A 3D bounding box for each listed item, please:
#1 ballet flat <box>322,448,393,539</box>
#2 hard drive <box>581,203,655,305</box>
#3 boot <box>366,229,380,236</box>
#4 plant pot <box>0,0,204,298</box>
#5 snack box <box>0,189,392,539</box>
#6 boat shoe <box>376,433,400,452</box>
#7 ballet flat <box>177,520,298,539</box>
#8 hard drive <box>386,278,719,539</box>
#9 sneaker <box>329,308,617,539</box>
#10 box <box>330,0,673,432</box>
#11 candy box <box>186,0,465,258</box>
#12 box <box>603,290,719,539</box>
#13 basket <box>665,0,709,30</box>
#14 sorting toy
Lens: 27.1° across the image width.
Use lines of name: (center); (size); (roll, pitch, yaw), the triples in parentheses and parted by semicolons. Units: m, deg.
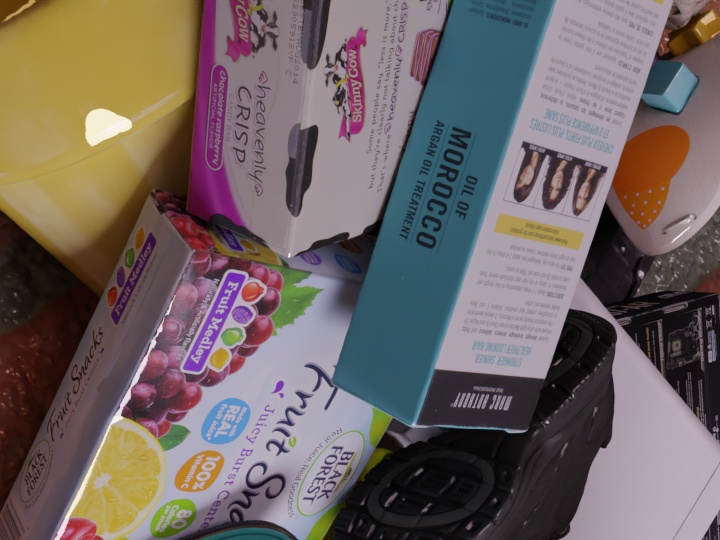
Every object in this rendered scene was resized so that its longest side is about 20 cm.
ballet flat: (-0.010, 0.179, 0.717); (0.067, 0.067, 0.201); (55, 33, -49)
hard drive: (0.103, -0.001, 0.923); (0.140, 0.038, 0.200); (49, 50, -19)
boot: (0.000, 0.000, 0.797); (0.070, 0.200, 0.147); (16, 100, -8)
plant pot: (-0.096, -0.077, 0.682); (0.189, 0.200, 0.201); (58, 47, -32)
snack box: (-0.064, 0.072, 0.663); (0.142, 0.200, 0.053); (10, 28, -39)
boat shoe: (0.016, 0.147, 0.799); (0.067, 0.057, 0.201); (12, 59, 5)
ballet flat: (-0.107, 0.180, 0.641); (0.200, 0.073, 0.073); (-38, 103, -19)
hard drive: (0.115, 0.097, 0.803); (0.200, 0.027, 0.132); (47, 69, -25)
sneaker: (0.065, 0.108, 0.710); (0.200, 0.076, 0.091); (-41, 131, -28)
box: (0.059, -0.036, 0.607); (0.082, 0.049, 0.201); (10, 101, -50)
candy box: (0.021, -0.096, 0.624); (0.200, 0.061, 0.137); (-19, 125, -49)
box: (0.161, 0.122, 0.893); (0.160, 0.043, 0.201); (-12, 99, -44)
basket: (0.184, -0.287, 0.948); (0.198, 0.161, 0.200); (30, 47, 15)
sorting toy: (0.236, -0.125, 0.947); (0.107, 0.180, 0.200); (50, 27, -4)
